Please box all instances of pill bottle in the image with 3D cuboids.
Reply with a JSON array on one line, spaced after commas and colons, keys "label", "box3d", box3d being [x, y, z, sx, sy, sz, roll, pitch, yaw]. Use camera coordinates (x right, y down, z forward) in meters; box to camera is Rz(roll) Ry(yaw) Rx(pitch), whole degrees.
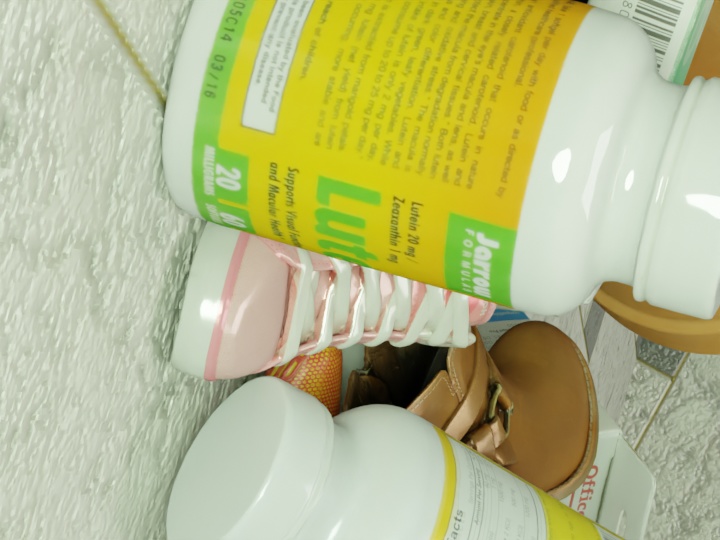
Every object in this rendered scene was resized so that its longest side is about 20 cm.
[{"label": "pill bottle", "box3d": [0.023, 0.124, 0.898, 0.112, 0.200, 0.112, -42, -151, 31]}, {"label": "pill bottle", "box3d": [0.040, -0.048, 0.780, 0.111, 0.200, 0.111, 16, 90, -78]}]

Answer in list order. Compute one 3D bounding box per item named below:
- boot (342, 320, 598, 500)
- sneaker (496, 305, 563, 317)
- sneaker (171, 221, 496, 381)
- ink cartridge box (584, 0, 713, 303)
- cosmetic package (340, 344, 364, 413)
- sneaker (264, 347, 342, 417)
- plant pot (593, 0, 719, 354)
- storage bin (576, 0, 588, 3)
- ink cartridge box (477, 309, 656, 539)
[{"label": "boot", "box3d": [0.049, 0.058, 1.033, 0.200, 0.077, 0.155, -59, 141, -37]}, {"label": "sneaker", "box3d": [0.060, -0.058, 1.083, 0.200, 0.080, 0.147, 20, 76, -66]}, {"label": "sneaker", "box3d": [0.000, 0.000, 0.896, 0.200, 0.105, 0.075, -43, 149, -65]}, {"label": "ink cartridge box", "box3d": [0.129, -0.095, 0.969, 0.200, 0.050, 0.161, -46, 156, -59]}, {"label": "cosmetic package", "box3d": [-0.019, 0.111, 1.078, 0.083, 0.051, 0.200, -40, 144, -70]}, {"label": "sneaker", "box3d": [-0.026, 0.120, 0.994, 0.073, 0.077, 0.200, -34, 135, -70]}, {"label": "plant pot", "box3d": [0.173, -0.068, 1.150, 0.140, 0.200, 0.200, 30, 76, -60]}, {"label": "storage bin", "box3d": [0.072, -0.172, 0.936, 0.200, 0.094, 0.135, -29, 135, -75]}, {"label": "ink cartridge box", "box3d": [0.085, 0.109, 1.242, 0.200, 0.067, 0.116, -126, -141, -53]}]
